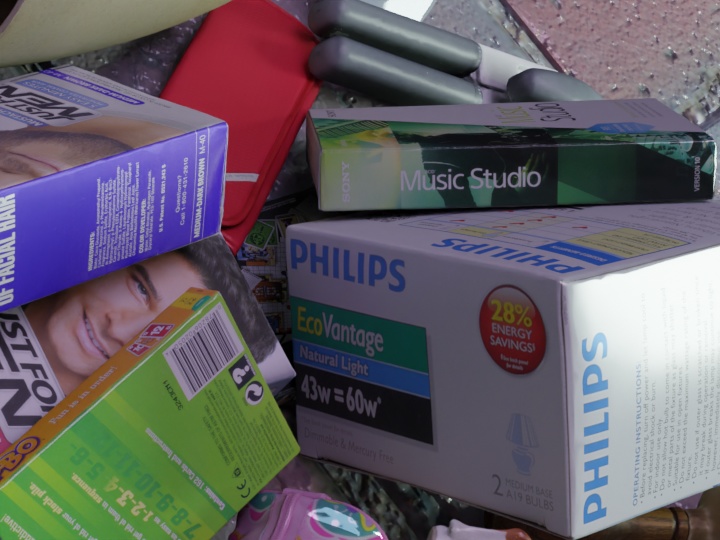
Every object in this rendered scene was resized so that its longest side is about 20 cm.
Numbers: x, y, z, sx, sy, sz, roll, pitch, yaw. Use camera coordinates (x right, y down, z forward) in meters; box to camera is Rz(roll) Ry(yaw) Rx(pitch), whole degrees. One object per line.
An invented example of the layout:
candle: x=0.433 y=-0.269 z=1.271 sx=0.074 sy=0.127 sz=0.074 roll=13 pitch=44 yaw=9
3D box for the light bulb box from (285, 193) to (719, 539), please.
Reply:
light bulb box: x=0.100 y=0.032 z=1.037 sx=0.200 sy=0.198 sz=0.125 roll=-13 pitch=106 yaw=-39

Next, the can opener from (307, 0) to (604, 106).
can opener: x=0.059 y=-0.117 z=1.215 sx=0.200 sy=0.066 sz=0.053 roll=13 pitch=66 yaw=-34

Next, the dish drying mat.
dish drying mat: x=-0.068 y=-0.086 z=1.126 sx=0.077 sy=0.018 sz=0.200 roll=34 pitch=39 yaw=-10

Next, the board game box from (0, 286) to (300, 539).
board game box: x=-0.115 y=0.104 z=0.919 sx=0.200 sy=0.030 sz=0.096 roll=-44 pitch=123 yaw=-32

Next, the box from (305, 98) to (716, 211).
box: x=0.073 y=-0.062 z=1.097 sx=0.200 sy=0.144 sz=0.036 roll=-3 pitch=103 yaw=-4

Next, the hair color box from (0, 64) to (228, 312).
hair color box: x=-0.166 y=-0.035 z=0.943 sx=0.109 sy=0.065 sz=0.200 roll=21 pitch=29 yaw=32

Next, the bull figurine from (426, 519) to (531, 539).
bull figurine: x=0.065 y=0.207 z=0.948 sx=0.121 sy=0.200 sz=0.065 roll=17 pitch=18 yaw=-8

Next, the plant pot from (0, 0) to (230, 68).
plant pot: x=-0.145 y=-0.188 z=1.070 sx=0.200 sy=0.187 sz=0.187 roll=-2 pitch=60 yaw=-51

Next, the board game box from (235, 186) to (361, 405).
board game box: x=0.000 y=0.000 z=1.129 sx=0.200 sy=0.023 sz=0.105 roll=-19 pitch=70 yaw=-40

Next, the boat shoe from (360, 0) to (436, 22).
boat shoe: x=0.014 y=-0.218 z=1.257 sx=0.074 sy=0.068 sz=0.200 roll=23 pitch=73 yaw=-34

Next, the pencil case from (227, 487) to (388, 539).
pencil case: x=-0.054 y=0.186 z=0.921 sx=0.087 sy=0.087 sz=0.200 roll=39 pitch=45 yaw=-6

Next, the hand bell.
hand bell: x=0.162 y=0.137 z=1.119 sx=0.200 sy=0.104 sz=0.104 roll=5 pitch=57 yaw=-19

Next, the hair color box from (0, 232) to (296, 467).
hair color box: x=-0.139 y=0.043 z=0.977 sx=0.200 sy=0.061 sz=0.099 roll=-15 pitch=70 yaw=-41
